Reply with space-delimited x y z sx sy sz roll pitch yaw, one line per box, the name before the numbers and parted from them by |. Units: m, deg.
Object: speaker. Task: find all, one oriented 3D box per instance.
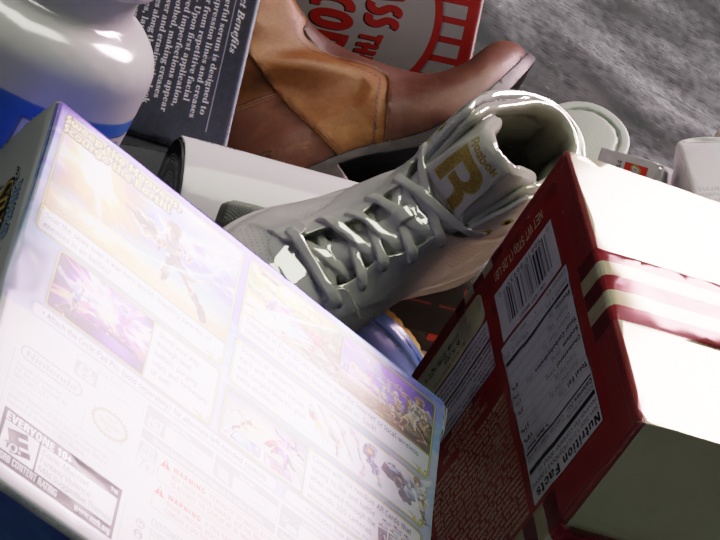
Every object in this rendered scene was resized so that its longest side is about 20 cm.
speaker | 0.000 0.000 1.218 0.199 0.082 0.081 15 21 -14

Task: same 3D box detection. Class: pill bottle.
pill bottle | -0.148 -0.064 1.006 0.112 0.201 0.112 27 17 -9

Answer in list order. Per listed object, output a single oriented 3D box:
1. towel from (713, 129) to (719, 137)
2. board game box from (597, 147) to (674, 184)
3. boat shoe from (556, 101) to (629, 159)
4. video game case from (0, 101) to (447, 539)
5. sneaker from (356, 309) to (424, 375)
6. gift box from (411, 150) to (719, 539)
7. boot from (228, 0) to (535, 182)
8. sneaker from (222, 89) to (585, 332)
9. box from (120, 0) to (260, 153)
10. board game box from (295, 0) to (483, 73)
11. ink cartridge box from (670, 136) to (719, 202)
towel | 0.242 0.023 1.304 0.201 0.034 0.132 65 -9 -13
board game box | 0.134 0.006 1.344 0.034 0.127 0.200 17 3 12
boat shoe | 0.057 -0.016 1.351 0.199 0.061 0.076 -24 55 -19
video game case | -0.059 0.064 0.907 0.200 0.045 0.182 39 35 -23
sneaker | -0.063 0.034 1.129 0.199 0.075 0.088 24 35 -15
gift box | 0.139 0.066 1.079 0.186 0.185 0.201 18 42 -22
boot | -0.028 -0.130 1.392 0.201 0.188 0.069 54 -12 10
sneaker | 0.011 -0.023 1.094 0.199 0.116 0.074 -26 78 -44
box | -0.169 -0.129 1.225 0.199 0.108 0.148 16 -3 -43
board game box | -0.030 -0.155 1.444 0.198 0.153 0.046 12 18 2
ink cartridge box | 0.181 0.062 1.249 0.057 0.163 0.201 0 48 -2
